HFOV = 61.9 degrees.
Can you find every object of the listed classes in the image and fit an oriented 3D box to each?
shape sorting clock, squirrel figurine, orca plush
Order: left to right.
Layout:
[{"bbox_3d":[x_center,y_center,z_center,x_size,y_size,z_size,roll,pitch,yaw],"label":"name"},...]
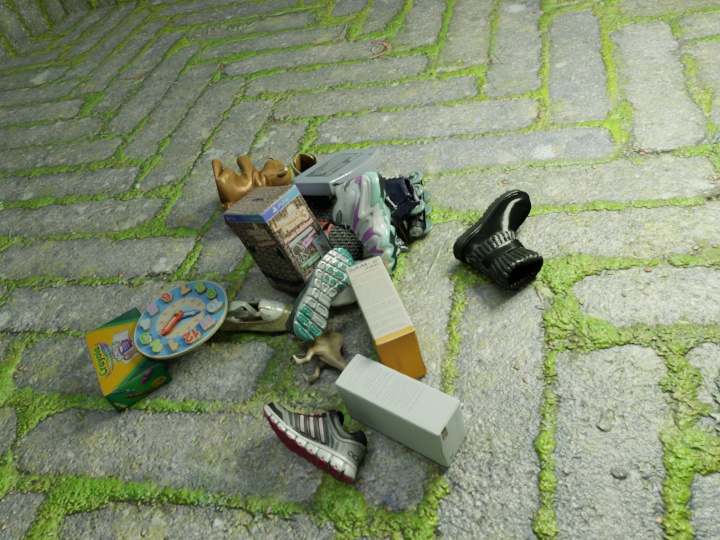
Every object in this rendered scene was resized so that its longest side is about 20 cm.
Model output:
[{"bbox_3d":[-0.357,0.092,1.190,0.199,0.039,0.201,-9,46,10],"label":"shape sorting clock"},{"bbox_3d":[-0.255,-0.193,1.488,0.186,0.142,0.201,-13,56,-9],"label":"squirrel figurine"},{"bbox_3d":[0.000,0.000,1.220,0.200,0.105,0.071,-52,11,-7],"label":"orca plush"}]

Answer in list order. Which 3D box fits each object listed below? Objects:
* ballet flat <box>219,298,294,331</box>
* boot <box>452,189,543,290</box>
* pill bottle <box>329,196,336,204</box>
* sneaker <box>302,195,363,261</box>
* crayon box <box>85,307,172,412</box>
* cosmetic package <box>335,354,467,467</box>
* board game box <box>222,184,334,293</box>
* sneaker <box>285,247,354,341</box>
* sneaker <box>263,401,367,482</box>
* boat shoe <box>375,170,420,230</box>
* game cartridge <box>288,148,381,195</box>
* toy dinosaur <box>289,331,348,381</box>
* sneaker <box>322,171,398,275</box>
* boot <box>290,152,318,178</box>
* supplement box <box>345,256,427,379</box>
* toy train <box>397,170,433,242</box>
[{"bbox_3d":[-0.209,0.086,1.209,0.199,0.071,0.071,-3,45,16],"label":"ballet flat"},{"bbox_3d":[0.300,-0.060,1.168,0.211,0.080,0.158,-44,41,-11],"label":"boot"},{"bbox_3d":[-0.014,-0.189,1.389,0.111,0.112,0.201,-8,44,11],"label":"pill bottle"},{"bbox_3d":[-0.063,-0.081,1.301,0.070,0.093,0.200,-34,86,-15],"label":"sneaker"},{"bbox_3d":[-0.471,0.175,1.214,0.118,0.058,0.200,-31,44,-14],"label":"crayon box"},{"bbox_3d":[0.064,0.218,0.953,0.199,0.102,0.074,19,55,32],"label":"cosmetic package"},{"bbox_3d":[-0.156,-0.062,1.216,0.097,0.201,0.159,-45,29,-27],"label":"board game box"},{"bbox_3d":[-0.084,0.041,1.137,0.091,0.078,0.201,-15,39,58],"label":"sneaker"},{"bbox_3d":[-0.070,0.260,0.979,0.199,0.074,0.088,24,57,30],"label":"sneaker"},{"bbox_3d":[0.064,-0.171,1.254,0.093,0.074,0.201,-44,42,23],"label":"boat shoe"},{"bbox_3d":[-0.045,-0.210,1.274,0.133,0.042,0.200,10,35,32],"label":"game cartridge"},{"bbox_3d":[-0.070,0.153,1.099,0.101,0.058,0.200,-32,44,-16],"label":"toy dinosaur"},{"bbox_3d":[-0.007,-0.081,1.169,0.139,0.201,0.078,-11,-1,17],"label":"sneaker"},{"bbox_3d":[-0.122,-0.218,1.424,0.072,0.156,0.200,-20,42,-1],"label":"boot"},{"bbox_3d":[0.045,0.088,1.074,0.073,0.126,0.200,-21,43,-2],"label":"supplement box"},{"bbox_3d":[0.096,-0.141,1.330,0.113,0.085,0.201,-16,42,17],"label":"toy train"}]
